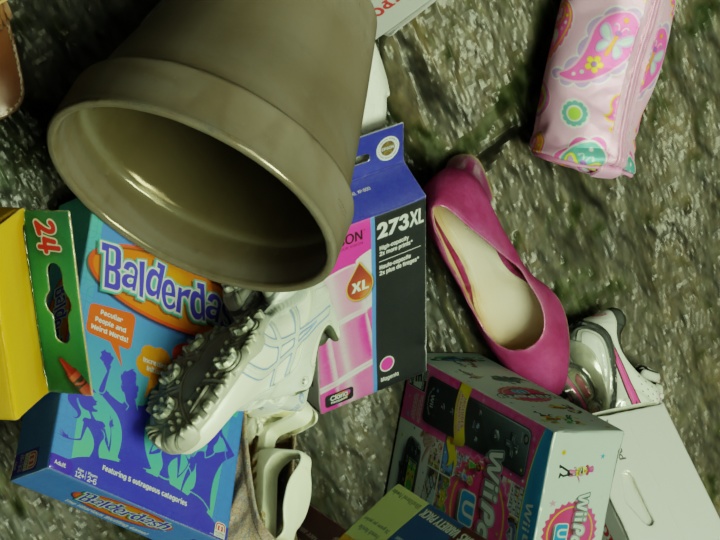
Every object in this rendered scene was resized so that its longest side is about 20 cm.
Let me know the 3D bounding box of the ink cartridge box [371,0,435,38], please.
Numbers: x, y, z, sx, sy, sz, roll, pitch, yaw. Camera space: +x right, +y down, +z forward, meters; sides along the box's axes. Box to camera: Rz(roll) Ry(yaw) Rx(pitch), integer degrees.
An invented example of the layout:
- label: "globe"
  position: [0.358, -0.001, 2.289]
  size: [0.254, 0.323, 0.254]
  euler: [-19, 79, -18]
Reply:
- label: "ink cartridge box"
  position: [-0.022, -0.251, 1.578]
  size: [0.199, 0.146, 0.085]
  euler: [24, 54, -30]

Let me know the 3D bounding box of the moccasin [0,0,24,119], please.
- label: "moccasin"
  position: [-0.256, -0.187, 1.516]
  size: [0.073, 0.078, 0.202]
  euler: [-21, 113, -23]

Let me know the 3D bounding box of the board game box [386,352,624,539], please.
- label: "board game box"
  position: [0.098, 0.155, 1.739]
  size: [0.064, 0.200, 0.148]
  euler: [3, 102, -31]

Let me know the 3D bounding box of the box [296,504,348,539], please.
- label: "box"
  position: [-0.076, 0.282, 1.697]
  size: [0.200, 0.166, 0.165]
  euler: [-33, 118, -17]

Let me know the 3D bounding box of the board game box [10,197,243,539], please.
- label: "board game box"
  position: [-0.144, 0.068, 1.601]
  size: [0.152, 0.045, 0.201]
  euler: [27, 56, -36]

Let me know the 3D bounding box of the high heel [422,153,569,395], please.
- label: "high heel"
  position: [0.098, 0.017, 1.748]
  size: [0.067, 0.096, 0.201]
  euler: [-12, 108, 19]

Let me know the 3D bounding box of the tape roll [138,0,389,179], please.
- label: "tape roll"
  position: [-0.075, -0.109, 1.665]
  size: [0.202, 0.037, 0.204]
  euler: [-8, 107, -27]

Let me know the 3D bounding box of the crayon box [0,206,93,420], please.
- label: "crayon box"
  position: [-0.271, 0.024, 1.506]
  size: [0.051, 0.199, 0.128]
  euler: [-45, 132, -62]

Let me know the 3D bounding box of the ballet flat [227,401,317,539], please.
- label: "ballet flat"
  position: [-0.061, 0.124, 1.658]
  size: [0.068, 0.067, 0.201]
  euler: [31, 46, -42]

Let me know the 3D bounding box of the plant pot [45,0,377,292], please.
- label: "plant pot"
  position: [-0.074, -0.112, 1.541]
  size: [0.200, 0.199, 0.174]
  euler: [42, 61, -31]

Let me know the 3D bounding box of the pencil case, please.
- label: "pencil case"
  position: [0.185, -0.169, 1.766]
  size: [0.087, 0.087, 0.201]
  euler: [10, 100, -31]

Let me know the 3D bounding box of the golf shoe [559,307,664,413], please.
- label: "golf shoe"
  position: [0.210, 0.122, 1.869]
  size: [0.092, 0.073, 0.201]
  euler: [-39, 119, -16]

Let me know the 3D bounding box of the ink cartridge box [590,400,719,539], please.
- label: "ink cartridge box"
  position: [0.181, 0.210, 1.779]
  size: [0.082, 0.147, 0.200]
  euler: [-10, 152, -27]

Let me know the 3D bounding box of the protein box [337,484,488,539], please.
- label: "protein box"
  position: [0.031, 0.292, 1.583]
  size: [0.200, 0.135, 0.199]
  euler: [-41, 120, -14]

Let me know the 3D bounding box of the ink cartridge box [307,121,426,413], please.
- label: "ink cartridge box"
  position: [0.000, 0.000, 1.710]
  size: [0.094, 0.037, 0.201]
  euler: [-20, 126, -26]

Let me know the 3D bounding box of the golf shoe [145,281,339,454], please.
- label: "golf shoe"
  position: [-0.066, 0.067, 1.598]
  size: [0.097, 0.078, 0.200]
  euler: [56, 44, -23]
